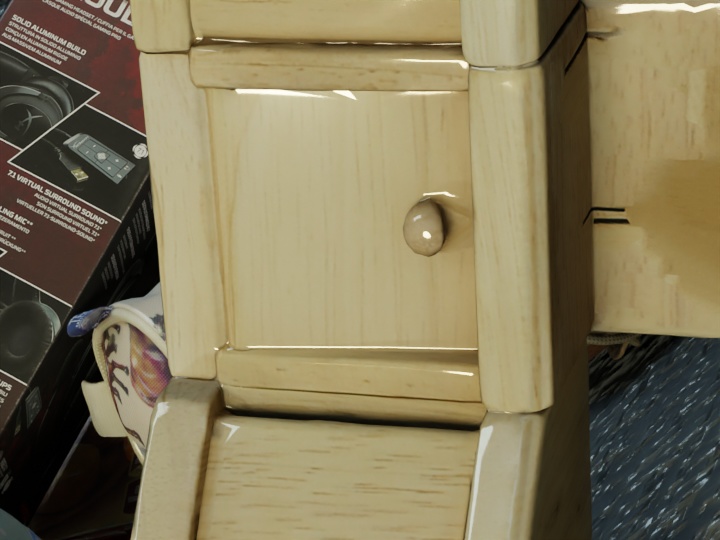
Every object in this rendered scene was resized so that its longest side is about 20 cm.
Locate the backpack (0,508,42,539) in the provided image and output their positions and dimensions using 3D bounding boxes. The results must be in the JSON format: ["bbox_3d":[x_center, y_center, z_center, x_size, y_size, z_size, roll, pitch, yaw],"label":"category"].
[{"bbox_3d":[-0.168,0.154,0.801,0.200,0.153,0.176,-55,0,34],"label":"backpack"}]

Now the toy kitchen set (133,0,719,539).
[{"bbox_3d":[0.026,0.020,0.450,0.162,0.201,0.181,2,22,15],"label":"toy kitchen set"}]

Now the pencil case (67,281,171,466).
[{"bbox_3d":[0.000,0.000,0.875,0.200,0.078,0.089,-34,32,-26],"label":"pencil case"}]

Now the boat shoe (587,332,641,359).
[{"bbox_3d":[0.066,-0.008,0.752,0.075,0.072,0.200,8,-19,-41],"label":"boat shoe"}]

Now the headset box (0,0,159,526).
[{"bbox_3d":[-0.111,-0.015,0.923,0.201,0.077,0.149,-60,-5,-16],"label":"headset box"}]

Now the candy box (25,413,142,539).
[{"bbox_3d":[-0.095,0.034,1.032,0.115,0.055,0.201,-15,50,32],"label":"candy box"}]
